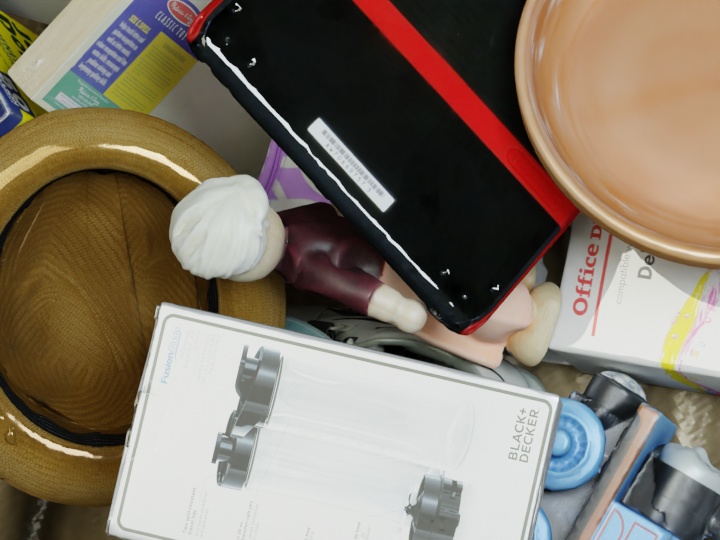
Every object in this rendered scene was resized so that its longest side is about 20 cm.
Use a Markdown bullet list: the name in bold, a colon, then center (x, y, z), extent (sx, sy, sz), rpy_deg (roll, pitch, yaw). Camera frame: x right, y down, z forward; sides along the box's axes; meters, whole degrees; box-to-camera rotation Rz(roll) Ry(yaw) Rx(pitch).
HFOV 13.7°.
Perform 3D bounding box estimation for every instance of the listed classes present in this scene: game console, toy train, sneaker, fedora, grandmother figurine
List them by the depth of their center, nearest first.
- **game console**: center (0.035, -0.094, 1.448), extent (0.200, 0.031, 0.177), rpy_deg (46, 66, -7)
- **grandmother figurine**: center (0.000, 0.000, 1.470), extent (0.121, 0.199, 0.061), rpy_deg (37, 110, 64)
- **toy train**: center (0.105, 0.152, 1.493), extent (0.114, 0.087, 0.201), rpy_deg (30, 88, 14)
- **fedora**: center (-0.132, 0.015, 1.520), extent (0.199, 0.082, 0.202), rpy_deg (-1, 99, -7)
- **sneaker**: center (-0.008, 0.052, 1.551), extent (0.199, 0.088, 0.075), rpy_deg (5, 81, 22)

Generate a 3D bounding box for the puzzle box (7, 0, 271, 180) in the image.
- **puzzle box**: center (-0.082, -0.108, 1.550), extent (0.133, 0.200, 0.025), rpy_deg (-46, 59, 4)

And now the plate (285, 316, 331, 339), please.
- **plate**: center (-0.055, 0.123, 1.534), extent (0.199, 0.025, 0.202), rpy_deg (-1, 89, 46)

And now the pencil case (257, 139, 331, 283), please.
- **pencil case**: center (-0.006, -0.088, 1.539), extent (0.084, 0.085, 0.201), rpy_deg (49, 131, 51)

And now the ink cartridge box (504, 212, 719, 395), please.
- **ink cartridge box**: center (0.167, -0.001, 1.510), extent (0.199, 0.067, 0.118), rpy_deg (8, 81, 21)

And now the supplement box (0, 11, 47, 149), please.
- **supplement box**: center (-0.204, -0.065, 1.583), extent (0.109, 0.200, 0.109), rpy_deg (-37, 68, 8)

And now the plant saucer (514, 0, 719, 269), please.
- **plant saucer**: center (0.172, -0.090, 1.438), extent (0.199, 0.037, 0.201), rpy_deg (1, 68, -1)

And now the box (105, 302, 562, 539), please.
- **box**: center (-0.011, 0.093, 1.439), extent (0.199, 0.060, 0.117), rpy_deg (12, 86, 6)

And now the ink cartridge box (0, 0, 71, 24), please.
- **ink cartridge box**: center (-0.115, -0.240, 1.597), extent (0.146, 0.146, 0.201), rpy_deg (17, 70, 22)
